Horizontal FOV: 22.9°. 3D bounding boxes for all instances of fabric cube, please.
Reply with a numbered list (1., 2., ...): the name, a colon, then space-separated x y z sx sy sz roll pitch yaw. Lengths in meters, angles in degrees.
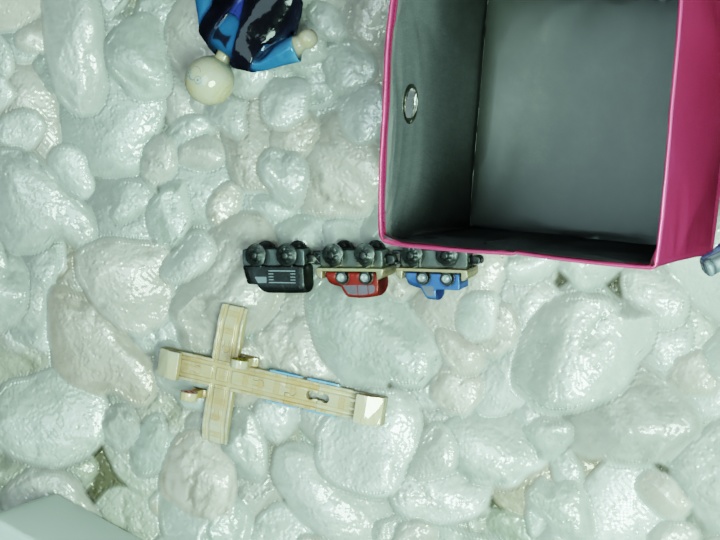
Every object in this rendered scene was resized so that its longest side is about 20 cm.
1. fabric cube: 0.142 -0.110 1.241 0.200 0.199 0.196 6 96 21

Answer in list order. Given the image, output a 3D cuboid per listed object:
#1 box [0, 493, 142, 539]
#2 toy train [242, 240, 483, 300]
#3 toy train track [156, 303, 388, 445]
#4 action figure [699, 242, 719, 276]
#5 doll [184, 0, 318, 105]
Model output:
1. box: -0.222 0.299 1.459 0.200 0.106 0.152 26 103 18
2. toy train: 0.000 0.000 1.392 0.200 0.034 0.046 0 97 22
3. toy train track: -0.077 0.094 1.429 0.200 0.033 0.115 11 97 20
4. action figure: 0.337 -0.011 1.171 0.200 0.193 0.105 -25 85 21
5. doll: -0.082 -0.221 1.403 0.136 0.048 0.200 34 103 27
